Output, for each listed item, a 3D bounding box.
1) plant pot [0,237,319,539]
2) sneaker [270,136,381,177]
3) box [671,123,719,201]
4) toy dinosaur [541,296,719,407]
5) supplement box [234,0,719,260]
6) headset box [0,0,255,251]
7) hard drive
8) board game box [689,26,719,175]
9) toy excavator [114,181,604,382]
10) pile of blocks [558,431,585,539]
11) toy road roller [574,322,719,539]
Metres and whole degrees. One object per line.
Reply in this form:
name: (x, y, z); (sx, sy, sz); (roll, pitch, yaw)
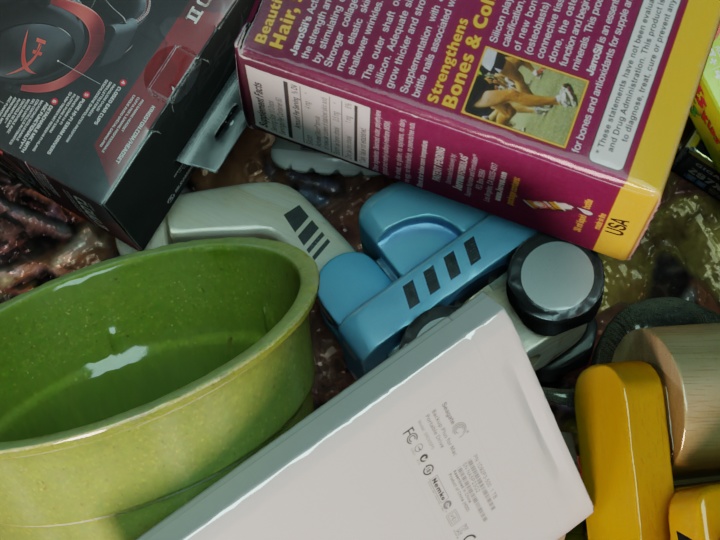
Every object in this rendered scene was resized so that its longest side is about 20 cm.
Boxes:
plant pot: (-0.088, 0.111, 0.838); (0.200, 0.200, 0.190); (-20, 112, -7)
sneaker: (0.053, -0.090, 0.935); (0.200, 0.075, 0.082); (0, 97, -3)
box: (0.292, -0.070, 0.970); (0.200, 0.049, 0.160); (34, 78, 3)
toy dinosaur: (0.164, 0.054, 0.919); (0.200, 0.077, 0.103); (4, 76, -18)
supplement box: (0.058, -0.105, 0.843); (0.200, 0.103, 0.131); (21, 75, 5)
headset box: (-0.142, -0.115, 0.912); (0.200, 0.075, 0.149); (28, 79, 17)
hard drive: (-0.001, 0.116, 0.774); (0.200, 0.026, 0.132); (-35, 127, -11)
board game box: (0.265, -0.117, 0.928); (0.200, 0.048, 0.102); (-25, 81, -7)
toy excavator: (0.000, 0.000, 0.925); (0.194, 0.100, 0.200); (-34, 70, -8)
pile of blocks: (0.089, 0.165, 0.895); (0.062, 0.082, 0.200); (5, 103, -5)
toy road roller: (0.186, 0.117, 0.798); (0.123, 0.146, 0.200); (-3, 82, -22)
